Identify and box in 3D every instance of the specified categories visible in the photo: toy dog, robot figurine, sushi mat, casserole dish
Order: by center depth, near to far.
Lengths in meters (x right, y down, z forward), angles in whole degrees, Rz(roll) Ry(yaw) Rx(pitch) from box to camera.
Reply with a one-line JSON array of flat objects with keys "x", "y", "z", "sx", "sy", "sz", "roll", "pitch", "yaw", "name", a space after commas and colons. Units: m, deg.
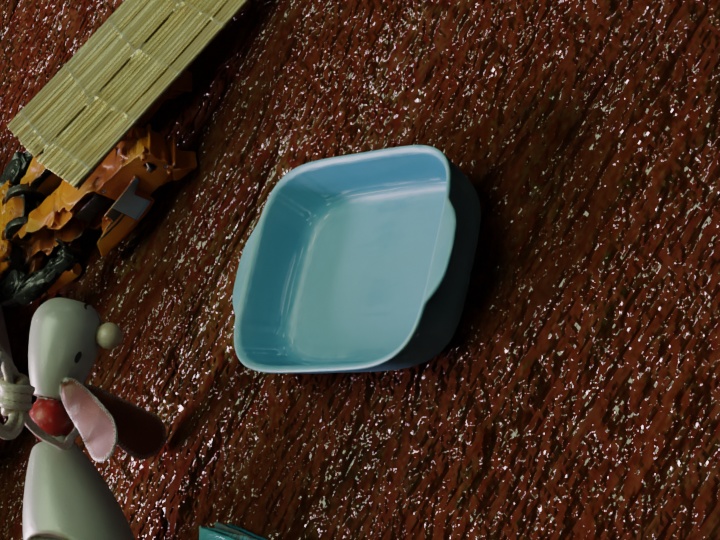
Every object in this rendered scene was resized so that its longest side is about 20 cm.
[{"x": 0.000, "y": 0.000, "z": 1.074, "sx": 0.200, "sy": 0.039, "sz": 0.122, "roll": -5, "pitch": 68, "yaw": 54, "name": "casserole dish"}, {"x": -0.149, "y": 0.121, "z": 1.167, "sx": 0.132, "sy": 0.096, "sz": 0.201, "roll": -50, "pitch": -43, "yaw": -74, "name": "toy dog"}, {"x": -0.141, "y": -0.144, "z": 1.310, "sx": 0.200, "sy": 0.012, "sz": 0.096, "roll": -48, "pitch": 49, "yaw": -2, "name": "sushi mat"}, {"x": -0.189, "y": -0.057, "z": 1.367, "sx": 0.200, "sy": 0.058, "sz": 0.146, "roll": -39, "pitch": 42, "yaw": 37, "name": "robot figurine"}]

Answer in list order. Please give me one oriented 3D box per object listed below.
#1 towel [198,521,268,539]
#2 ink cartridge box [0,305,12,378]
[{"x": -0.072, "y": 0.239, "z": 1.061, "sx": 0.146, "sy": 0.022, "sz": 0.201, "roll": 6, "pitch": 77, "yaw": 57, "name": "towel"}, {"x": -0.342, "y": 0.035, "z": 1.395, "sx": 0.175, "sy": 0.084, "sz": 0.200, "roll": -24, "pitch": 39, "yaw": 0, "name": "ink cartridge box"}]
